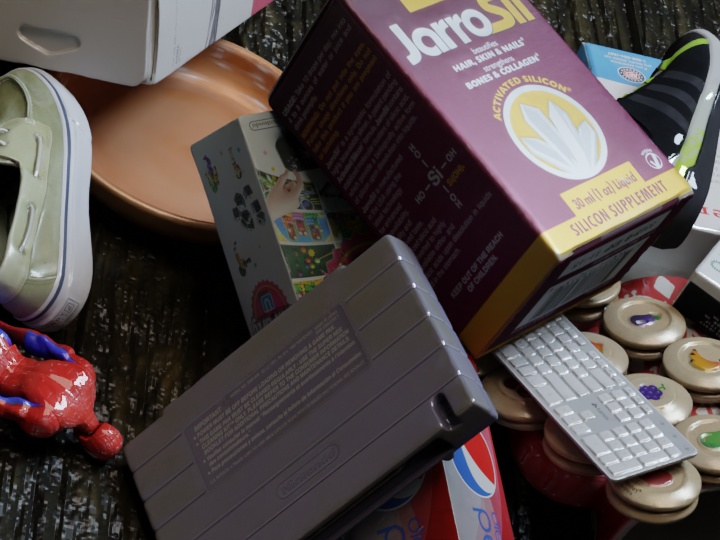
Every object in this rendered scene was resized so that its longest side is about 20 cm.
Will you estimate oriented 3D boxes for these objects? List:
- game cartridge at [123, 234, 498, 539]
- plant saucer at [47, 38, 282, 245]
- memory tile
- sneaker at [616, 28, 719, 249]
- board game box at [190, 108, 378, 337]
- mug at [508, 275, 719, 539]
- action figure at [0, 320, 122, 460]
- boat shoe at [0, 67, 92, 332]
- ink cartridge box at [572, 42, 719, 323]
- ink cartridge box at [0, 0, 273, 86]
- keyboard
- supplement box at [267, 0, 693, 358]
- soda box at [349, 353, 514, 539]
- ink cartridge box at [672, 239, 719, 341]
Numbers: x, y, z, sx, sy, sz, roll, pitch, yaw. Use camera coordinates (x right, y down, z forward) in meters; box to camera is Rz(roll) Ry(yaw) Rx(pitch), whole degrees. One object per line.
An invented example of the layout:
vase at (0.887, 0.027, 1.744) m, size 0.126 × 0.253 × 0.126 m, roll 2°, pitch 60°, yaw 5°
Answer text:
game cartridge at (-0.031, 0.086, 1.177) m, size 0.038 × 0.200 × 0.130 m, roll 36°, pitch 22°, yaw -44°
plant saucer at (-0.111, -0.083, 1.435) m, size 0.200 × 0.037 × 0.200 m, roll 15°, pitch 40°, yaw -13°
memory tile at (0.145, 0.062, 1.255) m, size 0.153 × 0.017 × 0.200 m, roll -25°, pitch 43°, yaw -35°
sneaker at (0.179, -0.096, 1.377) m, size 0.083 × 0.072 × 0.200 m, roll 21°, pitch 40°, yaw -3°
board game box at (0.000, 0.000, 1.313) m, size 0.148 × 0.064 × 0.200 m, roll -14°, pitch 83°, yaw -38°
mug at (0.179, 0.092, 1.304) m, size 0.178 × 0.133 × 0.200 m, roll 48°, pitch 22°, yaw -34°
action figure at (-0.215, 0.042, 1.231) m, size 0.200 × 0.052 × 0.065 m, roll 35°, pitch 45°, yaw 4°
boat shoe at (-0.201, -0.054, 1.315) m, size 0.062 × 0.072 × 0.200 m, roll 35°, pitch 29°, yaw -42°
ink cartridge box at (0.195, -0.032, 1.470) m, size 0.129 × 0.125 × 0.200 m, roll 12°, pitch 42°, yaw -16°
ink cartridge box at (-0.156, -0.197, 1.445) m, size 0.146 × 0.083 × 0.200 m, roll 13°, pitch 25°, yaw 16°
keyboard at (0.109, 0.052, 1.238) m, size 0.056 × 0.011 × 0.200 m, roll -10°, pitch 36°, yaw -28°
supplement box at (0.067, -0.071, 1.253) m, size 0.131 × 0.103 × 0.200 m, roll -26°, pitch 71°, yaw -42°
soda box at (0.038, 0.140, 1.180) m, size 0.063 × 0.070 × 0.200 m, roll 22°, pitch 51°, yaw -54°
ink cartridge box at (0.278, -0.008, 1.365) m, size 0.099 × 0.039 × 0.200 m, roll 37°, pitch 45°, yaw 10°
